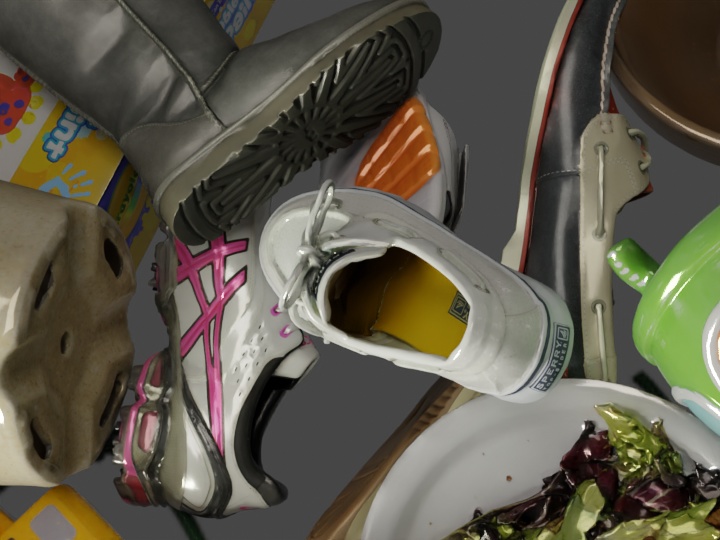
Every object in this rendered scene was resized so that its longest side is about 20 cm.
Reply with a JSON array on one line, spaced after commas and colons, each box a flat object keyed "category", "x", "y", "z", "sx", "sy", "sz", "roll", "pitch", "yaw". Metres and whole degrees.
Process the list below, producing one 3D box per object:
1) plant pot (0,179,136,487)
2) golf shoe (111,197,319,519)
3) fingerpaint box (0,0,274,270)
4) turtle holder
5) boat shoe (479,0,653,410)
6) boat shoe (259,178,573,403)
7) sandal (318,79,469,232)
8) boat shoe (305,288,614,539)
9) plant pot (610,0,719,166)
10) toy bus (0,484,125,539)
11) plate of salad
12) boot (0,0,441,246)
[{"category": "plant pot", "x": -0.214, "y": 0.023, "z": 1.078, "sx": 0.182, "sy": 0.201, "sz": 0.202, "roll": 6, "pitch": 69, "yaw": 19}, {"category": "golf shoe", "x": -0.060, "y": 0.023, "z": 1.117, "sx": 0.092, "sy": 0.073, "sz": 0.201, "roll": 6, "pitch": 78, "yaw": 13}, {"category": "fingerpaint box", "x": -0.157, "y": -0.114, "z": 1.196, "sx": 0.166, "sy": 0.073, "sz": 0.201, "roll": 19, "pitch": 74, "yaw": 22}, {"category": "turtle holder", "x": 0.195, "y": 0.028, "z": 0.973, "sx": 0.141, "sy": 0.186, "sz": 0.132, "roll": -32, "pitch": 67, "yaw": -11}, {"category": "boat shoe", "x": 0.101, "y": -0.034, "z": 1.026, "sx": 0.062, "sy": 0.071, "sz": 0.201, "roll": 10, "pitch": 79, "yaw": 7}, {"category": "boat shoe", "x": -0.001, "y": 0.005, "z": 0.999, "sx": 0.202, "sy": 0.086, "sz": 0.075, "roll": 30, "pitch": 100, "yaw": 49}, {"category": "sandal", "x": 0.021, "y": -0.053, "z": 1.133, "sx": 0.079, "sy": 0.059, "sz": 0.207, "roll": -33, "pitch": 40, "yaw": 26}, {"category": "boat shoe", "x": 0.061, "y": 0.083, "z": 1.068, "sx": 0.072, "sy": 0.072, "sz": 0.200, "roll": 44, "pitch": 71, "yaw": -4}, {"category": "plant pot", "x": 0.213, "y": -0.127, "z": 1.096, "sx": 0.200, "sy": 0.093, "sz": 0.202, "roll": -5, "pitch": 67, "yaw": 12}, {"category": "toy bus", "x": -0.124, "y": 0.171, "z": 1.070, "sx": 0.078, "sy": 0.065, "sz": 0.200, "roll": -45, "pitch": 64, "yaw": -7}, {"category": "plate of salad", "x": 0.093, "y": 0.148, "z": 0.993, "sx": 0.199, "sy": 0.048, "sz": 0.201, "roll": 2, "pitch": 99, "yaw": 13}, {"category": "boot", "x": -0.084, "y": -0.129, "z": 1.113, "sx": 0.181, "sy": 0.073, "sz": 0.200, "roll": -34, "pitch": 58, "yaw": -11}]
